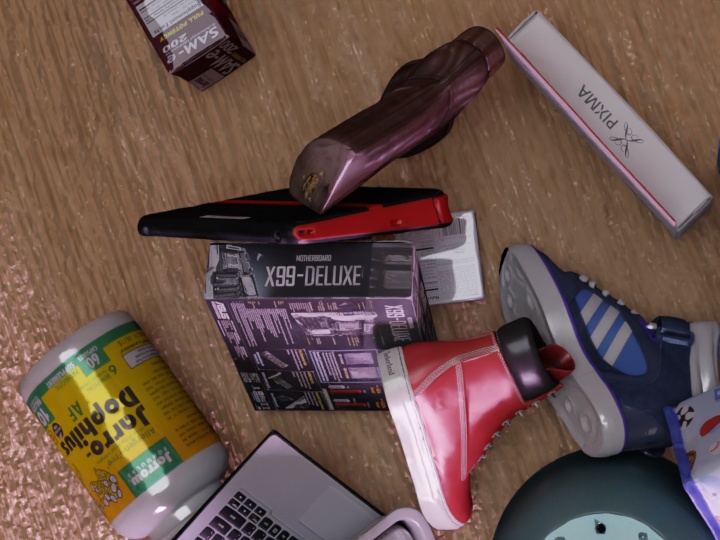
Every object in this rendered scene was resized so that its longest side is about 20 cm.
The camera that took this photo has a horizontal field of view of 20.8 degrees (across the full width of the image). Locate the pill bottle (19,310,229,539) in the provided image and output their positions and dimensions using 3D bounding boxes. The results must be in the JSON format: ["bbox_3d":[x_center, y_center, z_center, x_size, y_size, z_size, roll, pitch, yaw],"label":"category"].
[{"bbox_3d":[-0.176,0.143,1.576,0.112,0.113,0.201,-37,83,6],"label":"pill bottle"}]

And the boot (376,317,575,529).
[{"bbox_3d":[0.102,0.120,1.505,0.143,0.201,0.073,-15,47,2],"label":"boot"}]

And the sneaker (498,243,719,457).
[{"bbox_3d":[0.209,0.052,1.546,0.145,0.081,0.201,-13,55,-22],"label":"sneaker"}]

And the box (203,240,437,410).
[{"bbox_3d":[-0.024,0.046,1.511,0.156,0.200,0.050,-1,61,10],"label":"box"}]

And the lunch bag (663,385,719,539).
[{"bbox_3d":[0.342,0.162,1.451,0.169,0.124,0.201,-27,116,16],"label":"lunch bag"}]

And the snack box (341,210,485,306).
[{"bbox_3d":[0.000,0.000,1.596,0.198,0.024,0.073,-7,88,9],"label":"snack box"}]

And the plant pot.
[{"bbox_3d":[0.188,0.239,1.488,0.198,0.161,0.203,0,88,10],"label":"plant pot"}]

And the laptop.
[{"bbox_3d":[-0.055,0.267,1.505,0.200,0.116,0.187,-47,123,4],"label":"laptop"}]

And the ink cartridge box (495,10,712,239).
[{"bbox_3d":[0.188,-0.115,1.494,0.044,0.174,0.200,-42,82,4],"label":"ink cartridge box"}]

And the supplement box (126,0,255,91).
[{"bbox_3d":[-0.168,-0.251,1.592,0.061,0.109,0.201,-31,84,6],"label":"supplement box"}]

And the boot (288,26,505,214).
[{"bbox_3d":[0.003,-0.092,1.483,0.064,0.186,0.200,46,55,2],"label":"boot"}]

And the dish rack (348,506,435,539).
[{"bbox_3d":[-0.006,0.295,1.511,0.043,0.199,0.173,1,118,50],"label":"dish rack"}]

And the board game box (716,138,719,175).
[{"bbox_3d":[0.307,-0.023,1.458,0.045,0.200,0.154,-17,84,9],"label":"board game box"}]

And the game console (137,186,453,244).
[{"bbox_3d":[-0.047,-0.038,1.499,0.199,0.176,0.031,3,102,47],"label":"game console"}]
